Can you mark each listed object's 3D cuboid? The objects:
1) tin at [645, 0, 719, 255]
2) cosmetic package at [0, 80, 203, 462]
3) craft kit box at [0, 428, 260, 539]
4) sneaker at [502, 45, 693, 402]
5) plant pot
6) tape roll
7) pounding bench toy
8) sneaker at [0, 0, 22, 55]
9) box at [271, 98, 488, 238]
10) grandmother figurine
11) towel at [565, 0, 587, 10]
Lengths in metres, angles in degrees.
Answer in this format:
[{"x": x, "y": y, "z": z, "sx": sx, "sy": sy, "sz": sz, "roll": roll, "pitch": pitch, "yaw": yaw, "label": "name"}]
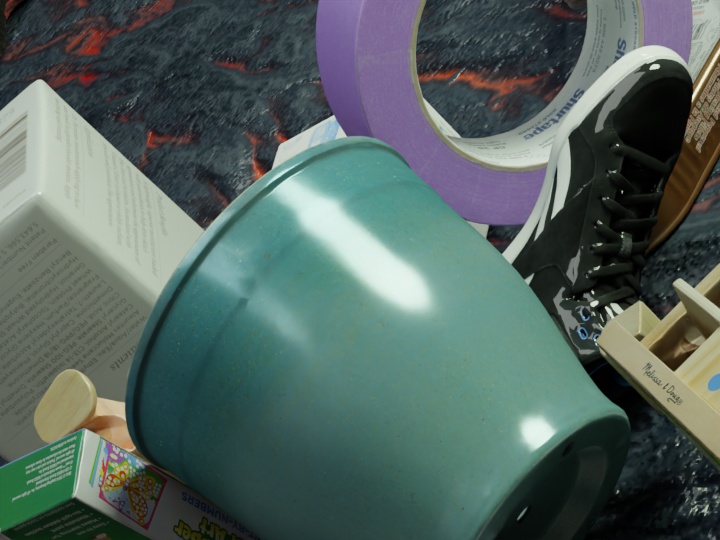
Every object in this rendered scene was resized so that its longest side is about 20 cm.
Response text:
[{"x": 0.165, "y": -0.084, "z": 1.152, "sx": 0.112, "sy": 0.042, "sz": 0.201, "roll": -7, "pitch": 47, "yaw": 57, "label": "tin"}, {"x": -0.206, "y": 0.018, "z": 1.348, "sx": 0.165, "sy": 0.200, "sz": 0.165, "roll": -38, "pitch": 29, "yaw": 14, "label": "cosmetic package"}, {"x": -0.144, "y": 0.172, "z": 1.074, "sx": 0.199, "sy": 0.197, "sz": 0.049, "roll": -26, "pitch": 48, "yaw": 36, "label": "craft kit box"}, {"x": 0.135, "y": -0.007, "z": 1.026, "sx": 0.201, "sy": 0.073, "sz": 0.112, "roll": -61, "pitch": 38, "yaw": 21, "label": "sneaker"}, {"x": 0.020, "y": 0.069, "z": 0.959, "sx": 0.188, "sy": 0.200, "sz": 0.200, "roll": 38, "pitch": 84, "yaw": 27, "label": "plant pot"}, {"x": 0.079, "y": -0.129, "z": 1.076, "sx": 0.200, "sy": 0.200, "sz": 0.066, "roll": -48, "pitch": 27, "yaw": -2, "label": "tape roll"}, {"x": 0.201, "y": 0.021, "z": 0.862, "sx": 0.156, "sy": 0.124, "sz": 0.200, "roll": -46, "pitch": 27, "yaw": 2, "label": "pounding bench toy"}, {"x": -0.435, "y": -0.300, "z": 2.248, "sx": 0.086, "sy": 0.074, "sz": 0.201, "roll": -25, "pitch": 35, "yaw": 39, "label": "sneaker"}, {"x": 0.000, "y": 0.000, "z": 1.202, "sx": 0.112, "sy": 0.101, "sz": 0.201, "roll": -26, "pitch": 34, "yaw": 34, "label": "box"}, {"x": -0.096, "y": 0.107, "z": 1.126, "sx": 0.060, "sy": 0.199, "sz": 0.122, "roll": -22, "pitch": 72, "yaw": 29, "label": "grandmother figurine"}, {"x": 0.209, "y": -0.272, "z": 1.240, "sx": 0.190, "sy": 0.032, "sz": 0.202, "roll": -13, "pitch": 63, "yaw": 29, "label": "towel"}]
